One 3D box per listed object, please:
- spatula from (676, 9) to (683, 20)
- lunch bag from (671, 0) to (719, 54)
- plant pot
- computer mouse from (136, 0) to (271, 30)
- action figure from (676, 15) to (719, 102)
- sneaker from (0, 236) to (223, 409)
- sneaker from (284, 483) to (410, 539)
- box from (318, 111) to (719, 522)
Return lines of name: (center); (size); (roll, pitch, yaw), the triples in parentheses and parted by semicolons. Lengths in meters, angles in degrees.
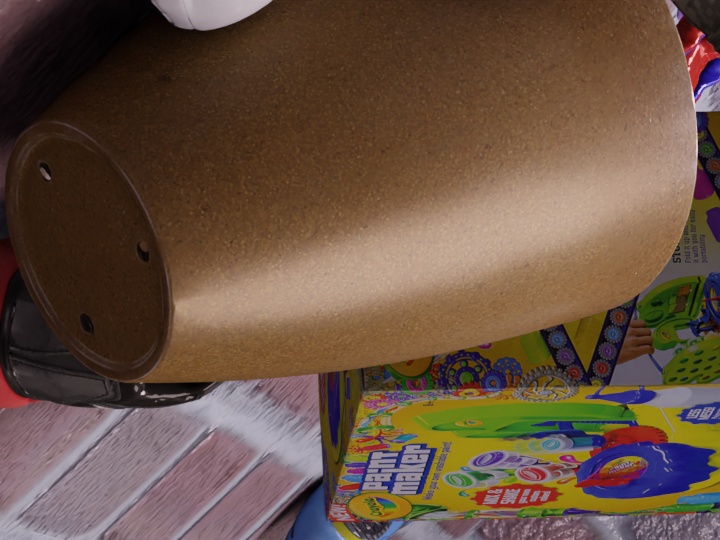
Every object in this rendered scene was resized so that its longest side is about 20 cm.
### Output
spatula: (0.189, -0.177, 1.437); (0.056, 0.021, 0.200); (-26, 164, -14)
lunch bag: (0.190, -0.187, 1.213); (0.139, 0.168, 0.200); (-56, -178, -41)
plant pot: (-0.018, -0.039, 1.050); (0.200, 0.187, 0.186); (-24, 160, -34)
computer mouse: (-0.036, -0.110, 0.923); (0.110, 0.044, 0.200); (-42, 179, -6)
action figure: (0.191, -0.124, 1.475); (0.200, 0.052, 0.065); (-29, 160, 7)
sneaker: (-0.070, 0.006, 1.162); (0.200, 0.098, 0.071); (-29, 122, -54)
sneaker: (0.007, 0.171, 2.244); (0.078, 0.066, 0.200); (-36, 175, 32)
box: (0.083, 0.023, 1.296); (0.192, 0.122, 0.200); (-1, 160, -5)
